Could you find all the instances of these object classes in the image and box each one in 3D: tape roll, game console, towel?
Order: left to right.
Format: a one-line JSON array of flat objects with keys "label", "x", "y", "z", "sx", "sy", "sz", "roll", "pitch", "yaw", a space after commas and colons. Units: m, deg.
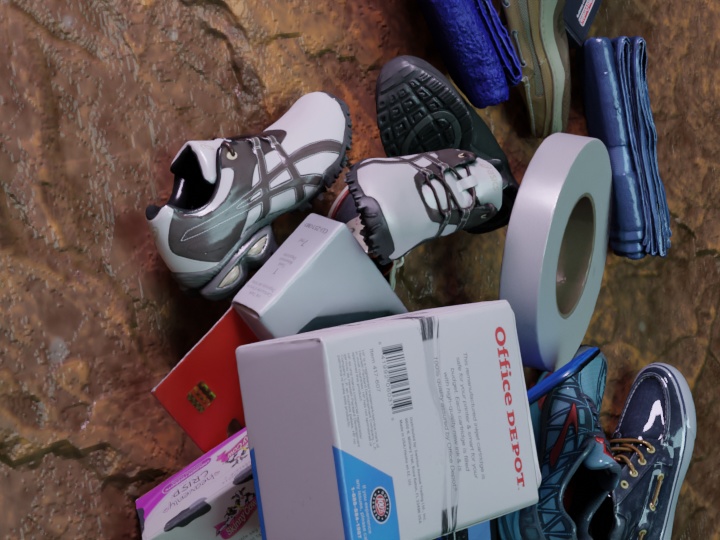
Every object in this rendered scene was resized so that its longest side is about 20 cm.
[{"label": "towel", "x": 0.066, "y": -0.235, "z": 1.425, "sx": 0.049, "sy": 0.148, "sz": 0.200, "roll": -24, "pitch": 110, "yaw": 2}, {"label": "game console", "x": 0.128, "y": 0.154, "z": 1.405, "sx": 0.200, "sy": 0.118, "sz": 0.171, "roll": -8, "pitch": 94, "yaw": -77}, {"label": "tape roll", "x": 0.166, "y": -0.015, "z": 1.512, "sx": 0.203, "sy": 0.037, "sz": 0.203, "roll": 11, "pitch": 90, "yaw": -69}, {"label": "towel", "x": 0.236, "y": -0.110, "z": 1.603, "sx": 0.048, "sy": 0.112, "sz": 0.201, "roll": -11, "pitch": 95, "yaw": -3}]

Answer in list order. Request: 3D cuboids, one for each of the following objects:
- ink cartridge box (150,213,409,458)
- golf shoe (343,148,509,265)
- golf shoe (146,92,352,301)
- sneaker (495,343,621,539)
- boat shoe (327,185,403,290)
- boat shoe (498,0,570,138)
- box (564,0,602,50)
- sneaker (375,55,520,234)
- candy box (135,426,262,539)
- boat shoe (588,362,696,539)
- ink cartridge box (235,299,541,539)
[{"label": "ink cartridge box", "x": -0.030, "y": 0.088, "z": 1.287, "sx": 0.174, "sy": 0.044, "sz": 0.200, "roll": -49, "pitch": 127, "yaw": -17}, {"label": "golf shoe", "x": 0.052, "y": -0.059, "z": 1.317, "sx": 0.078, "sy": 0.094, "sz": 0.200, "roll": 70, "pitch": 19, "yaw": -4}, {"label": "golf shoe", "x": -0.079, "y": -0.074, "z": 1.297, "sx": 0.095, "sy": 0.078, "sz": 0.200, "roll": 52, "pitch": 53, "yaw": -28}, {"label": "sneaker", "x": 0.190, "y": 0.158, "z": 1.538, "sx": 0.079, "sy": 0.095, "sz": 0.200, "roll": 35, "pitch": 64, "yaw": -39}, {"label": "boat shoe", "x": 0.000, "y": 0.000, "z": 1.388, "sx": 0.071, "sy": 0.062, "sz": 0.200, "roll": 47, "pitch": 55, "yaw": -29}, {"label": "boat shoe", "x": 0.134, "y": -0.196, "z": 1.525, "sx": 0.076, "sy": 0.072, "sz": 0.200, "roll": -12, "pitch": 124, "yaw": -3}, {"label": "box", "x": 0.170, "y": -0.318, "z": 1.592, "sx": 0.159, "sy": 0.046, "sz": 0.200, "roll": 46, "pitch": 57, "yaw": -32}, {"label": "sneaker", "x": 0.064, "y": -0.112, "z": 1.447, "sx": 0.200, "sy": 0.076, "sz": 0.091, "roll": 51, "pitch": 19, "yaw": -47}, {"label": "candy box", "x": -0.048, "y": 0.208, "z": 1.278, "sx": 0.136, "sy": 0.061, "sz": 0.200, "roll": -33, "pitch": 117, "yaw": 2}, {"label": "boat shoe", "x": 0.242, "y": 0.175, "z": 1.604, "sx": 0.091, "sy": 0.071, "sz": 0.201, "roll": 20, "pitch": 75, "yaw": -46}, {"label": "ink cartridge box", "x": 0.023, "y": 0.105, "z": 1.209, "sx": 0.200, "sy": 0.084, "sz": 0.146, "roll": -8, "pitch": 90, "yaw": -49}]
